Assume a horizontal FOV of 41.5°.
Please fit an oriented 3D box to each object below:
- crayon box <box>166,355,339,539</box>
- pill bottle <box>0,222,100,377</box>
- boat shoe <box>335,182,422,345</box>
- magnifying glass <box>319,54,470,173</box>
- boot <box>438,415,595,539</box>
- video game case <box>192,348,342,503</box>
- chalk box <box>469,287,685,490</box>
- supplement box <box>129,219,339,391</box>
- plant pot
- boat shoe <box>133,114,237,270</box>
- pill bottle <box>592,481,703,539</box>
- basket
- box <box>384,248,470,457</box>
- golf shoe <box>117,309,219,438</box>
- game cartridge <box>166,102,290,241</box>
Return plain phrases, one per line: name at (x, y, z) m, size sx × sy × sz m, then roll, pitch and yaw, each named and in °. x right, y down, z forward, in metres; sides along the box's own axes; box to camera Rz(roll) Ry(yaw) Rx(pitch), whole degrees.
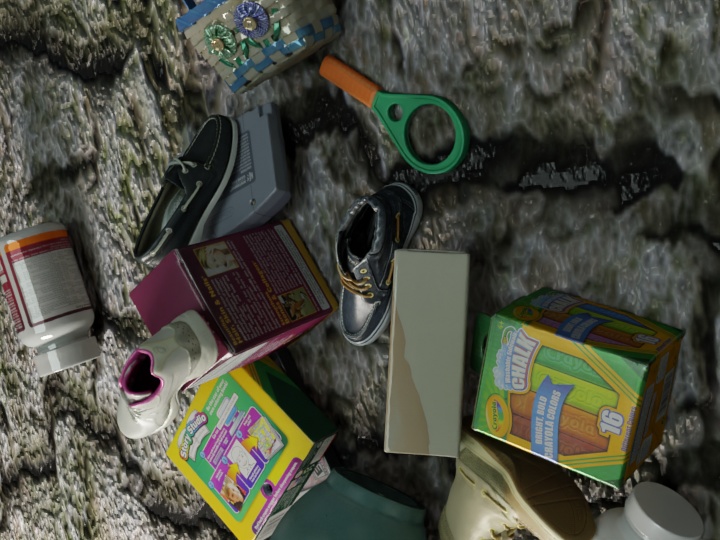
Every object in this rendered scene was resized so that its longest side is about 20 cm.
crayon box at (-0.141, 0.214, 1.186) m, size 0.172 × 0.058 × 0.201 m, roll 43°, pitch 121°, yaw 21°
pill bottle at (-0.446, 0.042, 1.358) m, size 0.109 × 0.109 × 0.203 m, roll -18°, pitch 91°, yaw 36°
boat shoe at (0.000, 0.000, 1.046) m, size 0.070 × 0.090 × 0.203 m, roll 29°, pitch 116°, yaw 26°
magnifying glass at (0.034, -0.175, 1.025) m, size 0.199 × 0.022 × 0.080 m, roll 36°, pitch 119°, yaw 21°
boot at (0.153, 0.267, 0.989) m, size 0.200 × 0.072 × 0.158 m, roll 40°, pitch 125°, yaw 48°
video game case at (-0.117, 0.225, 1.223) m, size 0.180 × 0.025 × 0.202 m, roll -30°, pitch 84°, yaw 36°
chalk box at (0.189, 0.099, 0.917) m, size 0.198 × 0.123 × 0.127 m, roll 17°, pitch 110°, yaw 31°
supplement box at (-0.139, 0.035, 1.085) m, size 0.103 × 0.199 × 0.132 m, roll -36°, pitch 80°, yaw 35°
plant pot at (-0.002, 0.308, 1.078) m, size 0.198 × 0.200 × 0.136 m, roll 21°, pitch 85°, yaw 29°
boat shoe at (-0.203, -0.094, 1.104) m, size 0.075 × 0.060 × 0.203 m, roll 10°, pitch 80°, yaw 49°
pill bottle at (0.256, 0.308, 0.932) m, size 0.104 × 0.104 × 0.202 m, roll 34°, pitch 119°, yaw 23°
basket at (-0.122, -0.313, 1.026) m, size 0.175 × 0.139 × 0.202 m, roll -24°, pitch 97°, yaw 37°
box at (0.070, 0.082, 0.976) m, size 0.076 × 0.095 × 0.204 m, roll 3°, pitch 87°, yaw 6°
golf shoe at (-0.224, 0.118, 0.987) m, size 0.076 × 0.091 × 0.201 m, roll 49°, pitch 129°, yaw 14°
game cartridge at (-0.163, -0.102, 1.145) m, size 0.198 × 0.040 × 0.136 m, roll -22°, pitch 64°, yaw 37°
